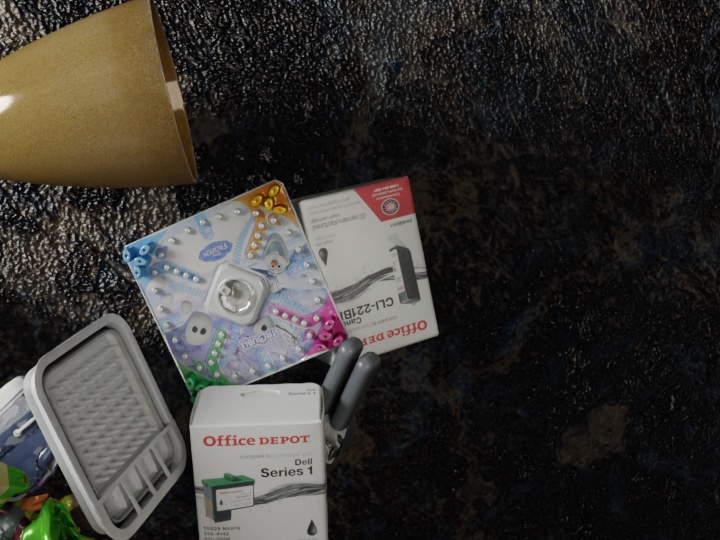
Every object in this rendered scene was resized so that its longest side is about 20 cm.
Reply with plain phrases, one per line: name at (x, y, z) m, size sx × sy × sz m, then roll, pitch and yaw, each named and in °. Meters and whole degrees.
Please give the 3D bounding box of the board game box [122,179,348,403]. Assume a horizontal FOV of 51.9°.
board game box at (-0.140, 0.029, 0.829) m, size 0.198 × 0.026 × 0.202 m, roll -23°, pitch 99°, yaw 5°

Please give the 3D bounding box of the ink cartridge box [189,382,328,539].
ink cartridge box at (-0.109, 0.237, 0.827) m, size 0.144 × 0.084 × 0.202 m, roll -2°, pitch 108°, yaw -3°

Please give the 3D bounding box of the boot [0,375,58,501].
boot at (-0.381, 0.212, 0.750) m, size 0.090 × 0.073 × 0.201 m, roll 38°, pitch 78°, yaw 4°

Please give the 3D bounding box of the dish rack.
dish rack at (-0.267, 0.161, 0.775) m, size 0.043 × 0.172 × 0.202 m, roll -17°, pitch 103°, yaw 18°

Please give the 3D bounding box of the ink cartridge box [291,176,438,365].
ink cartridge box at (0.000, 0.000, 0.899) m, size 0.143 × 0.084 × 0.202 m, roll -15°, pitch 100°, yaw -20°

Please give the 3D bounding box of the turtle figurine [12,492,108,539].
turtle figurine at (-0.314, 0.286, 0.798) m, size 0.161 × 0.064 × 0.200 m, roll 46°, pitch 76°, yaw -18°

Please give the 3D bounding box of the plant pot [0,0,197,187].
plant pot at (-0.282, -0.158, 0.742) m, size 0.198 × 0.186 × 0.189 m, roll -14°, pitch 98°, yaw -6°

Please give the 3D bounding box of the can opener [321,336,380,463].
can opener at (-0.024, 0.154, 0.870) m, size 0.052 × 0.201 × 0.066 m, roll 36°, pitch 43°, yaw 18°

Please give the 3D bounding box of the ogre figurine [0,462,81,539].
ogre figurine at (-0.343, 0.252, 0.694) m, size 0.120 × 0.098 × 0.200 m, roll -44°, pitch 111°, yaw 11°
